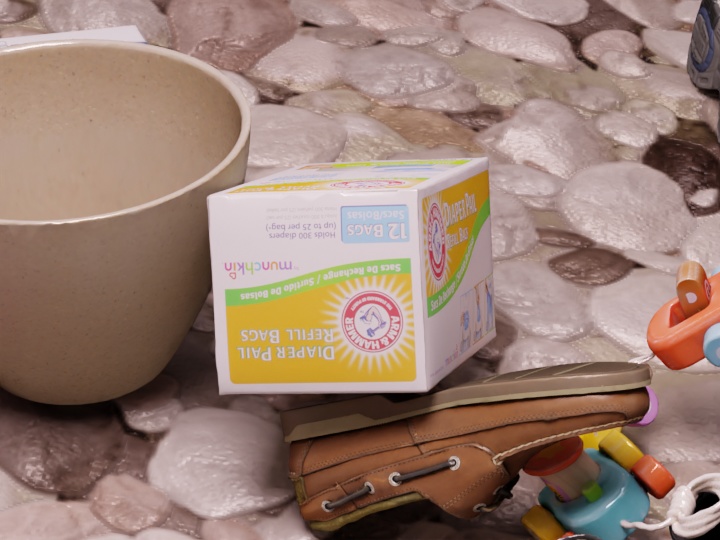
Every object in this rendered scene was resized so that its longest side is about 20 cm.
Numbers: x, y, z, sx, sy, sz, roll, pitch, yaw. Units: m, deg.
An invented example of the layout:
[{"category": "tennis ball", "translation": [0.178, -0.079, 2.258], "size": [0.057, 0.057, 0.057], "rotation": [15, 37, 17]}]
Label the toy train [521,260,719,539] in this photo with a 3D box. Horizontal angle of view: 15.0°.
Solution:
[{"category": "toy train", "translation": [0.143, 0.066, 1.411], "size": [0.056, 0.150, 0.200], "rotation": [48, 33, -21]}]

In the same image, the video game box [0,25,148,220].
[{"category": "video game box", "translation": [-0.188, -0.073, 1.620], "size": [0.182, 0.047, 0.200], "rotation": [-10, 38, -21]}]

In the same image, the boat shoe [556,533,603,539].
[{"category": "boat shoe", "translation": [0.057, 0.177, 1.277], "size": [0.200, 0.068, 0.072], "rotation": [-31, 46, -34]}]

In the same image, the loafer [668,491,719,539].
[{"category": "loafer", "translation": [0.193, 0.129, 1.380], "size": [0.070, 0.068, 0.201], "rotation": [37, 40, -4]}]

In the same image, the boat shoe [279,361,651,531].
[{"category": "boat shoe", "translation": [0.057, 0.088, 1.363], "size": [0.200, 0.068, 0.072], "rotation": [-11, -2, 29]}]

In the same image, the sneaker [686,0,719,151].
[{"category": "sneaker", "translation": [0.271, -0.118, 1.760], "size": [0.087, 0.075, 0.200], "rotation": [7, 35, -10]}]

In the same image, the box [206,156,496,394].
[{"category": "box", "translation": [0.000, 0.000, 1.420], "size": [0.112, 0.102, 0.200], "rotation": [-1, 6, 14]}]

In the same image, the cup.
[{"category": "cup", "translation": [-0.155, -0.015, 1.445], "size": [0.200, 0.143, 0.200], "rotation": [-1, 31, 0]}]
